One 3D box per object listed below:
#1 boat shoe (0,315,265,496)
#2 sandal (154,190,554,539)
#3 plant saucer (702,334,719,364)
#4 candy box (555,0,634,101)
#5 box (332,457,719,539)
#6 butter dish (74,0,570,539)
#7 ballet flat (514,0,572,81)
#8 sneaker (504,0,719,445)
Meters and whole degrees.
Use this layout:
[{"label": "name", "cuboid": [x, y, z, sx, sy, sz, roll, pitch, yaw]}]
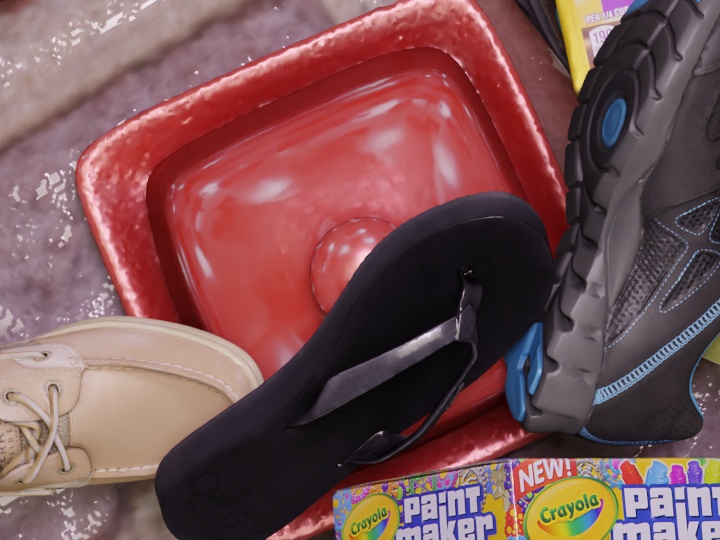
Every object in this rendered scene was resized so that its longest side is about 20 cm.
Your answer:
[{"label": "boat shoe", "cuboid": [-0.138, 0.062, 1.219, 0.199, 0.065, 0.073, 1, 112, 9]}, {"label": "sandal", "cuboid": [0.005, 0.050, 1.179, 0.076, 0.043, 0.200, 31, 114, -37]}, {"label": "plant saucer", "cuboid": [0.193, -0.045, 1.259, 0.199, 0.031, 0.201, -6, 55, 8]}, {"label": "candy box", "cuboid": [0.173, -0.141, 1.217, 0.199, 0.026, 0.103, -14, 76, 9]}, {"label": "box", "cuboid": [0.107, 0.176, 1.213, 0.199, 0.122, 0.194, 2, 80, -36]}, {"label": "butter dish", "cuboid": [0.000, 0.000, 1.253, 0.198, 0.148, 0.201, -24, 92, -2]}, {"label": "ballet flat", "cuboid": [0.094, -0.125, 1.280, 0.073, 0.073, 0.200, -38, 75, -1]}, {"label": "sneaker", "cuboid": [0.122, -0.025, 1.192, 0.081, 0.073, 0.201, 13, 107, -16]}]
